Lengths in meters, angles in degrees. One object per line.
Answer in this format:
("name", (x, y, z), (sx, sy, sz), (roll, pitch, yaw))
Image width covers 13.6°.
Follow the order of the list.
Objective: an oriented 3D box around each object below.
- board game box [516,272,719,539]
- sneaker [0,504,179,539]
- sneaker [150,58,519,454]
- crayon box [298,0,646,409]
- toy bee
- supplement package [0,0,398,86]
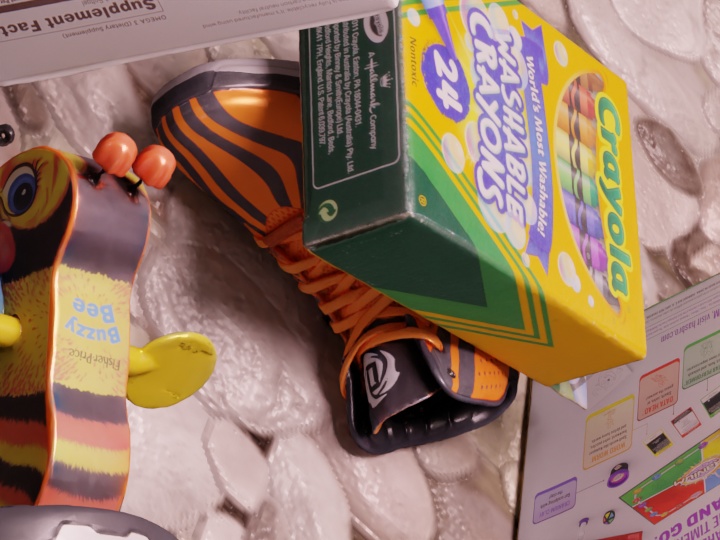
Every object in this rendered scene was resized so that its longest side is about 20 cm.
("board game box", (0.128, 0.097, 1.196), (0.040, 0.153, 0.200), (36, 44, -30))
("sneaker", (-0.081, 0.134, 0.952), (0.200, 0.071, 0.083), (49, 43, -58))
("sneaker", (0.000, 0.000, 1.169), (0.200, 0.077, 0.112), (29, 46, -36))
("crayon box", (0.053, -0.038, 1.166), (0.200, 0.051, 0.126), (30, 50, -50))
("toy bee", (-0.109, 0.003, 1.013), (0.131, 0.109, 0.201), (-13, 78, -51))
("supplement package", (-0.054, -0.176, 1.054), (0.200, 0.155, 0.111), (-70, 144, -49))
